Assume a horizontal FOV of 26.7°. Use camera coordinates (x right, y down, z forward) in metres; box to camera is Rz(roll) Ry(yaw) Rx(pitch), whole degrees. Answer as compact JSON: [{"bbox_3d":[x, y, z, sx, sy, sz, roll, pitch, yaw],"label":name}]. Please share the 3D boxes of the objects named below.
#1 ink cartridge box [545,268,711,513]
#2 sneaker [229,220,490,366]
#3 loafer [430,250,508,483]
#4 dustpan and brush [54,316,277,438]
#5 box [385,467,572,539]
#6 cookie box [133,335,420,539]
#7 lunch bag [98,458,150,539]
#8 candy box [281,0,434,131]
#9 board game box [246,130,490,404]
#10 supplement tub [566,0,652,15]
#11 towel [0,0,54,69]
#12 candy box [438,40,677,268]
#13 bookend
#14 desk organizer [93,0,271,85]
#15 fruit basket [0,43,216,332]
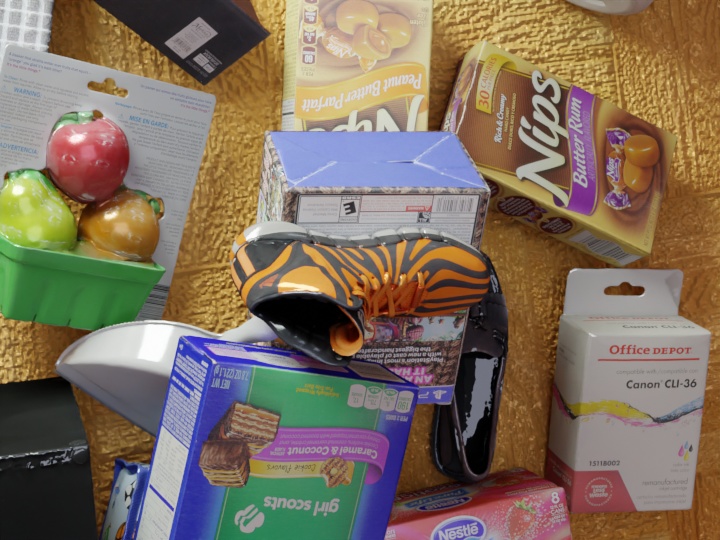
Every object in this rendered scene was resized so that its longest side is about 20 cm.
[{"bbox_3d":[0.230,0.102,1.304,0.116,0.067,0.201,0,103,-15],"label":"ink cartridge box"},{"bbox_3d":[0.008,0.025,1.086,0.199,0.112,0.078,1,121,-15],"label":"sneaker"},{"bbox_3d":[0.098,0.081,1.286,0.071,0.063,0.201,2,92,-15],"label":"loafer"},{"bbox_3d":[-0.122,0.071,1.163,0.139,0.199,0.057,39,54,-32],"label":"dustpan and brush"},{"bbox_3d":[0.070,0.236,1.267,0.199,0.100,0.096,-10,95,-14],"label":"box"},{"bbox_3d":[-0.065,0.162,1.106,0.170,0.075,0.201,9,99,-27],"label":"cookie box"},{"bbox_3d":[-0.132,0.264,1.204,0.169,0.124,0.201,13,82,-17],"label":"lunch bag"},{"bbox_3d":[-0.004,-0.133,1.253,0.115,0.055,0.201,2,92,-15],"label":"candy box"},{"bbox_3d":[0.000,0.000,1.195,0.158,0.097,0.201,0,122,-14],"label":"board game box"},{"bbox_3d":[0.217,-0.330,1.259,0.144,0.144,0.201,28,85,-14],"label":"supplement tub"},{"bbox_3d":[-0.314,-0.211,1.152,0.165,0.086,0.201,5,91,-16],"label":"towel"},{"bbox_3d":[0.163,-0.096,1.284,0.199,0.056,0.117,23,68,-14],"label":"candy box"},{"bbox_3d":[-0.249,0.203,1.141,0.092,0.199,0.201,-6,101,-14],"label":"bookend"},{"bbox_3d":[-0.161,-0.232,1.162,0.072,0.077,0.200,-34,145,15],"label":"desk organizer"},{"bbox_3d":[-0.215,-0.058,1.166,0.185,0.094,0.201,9,94,-37],"label":"fruit basket"}]
